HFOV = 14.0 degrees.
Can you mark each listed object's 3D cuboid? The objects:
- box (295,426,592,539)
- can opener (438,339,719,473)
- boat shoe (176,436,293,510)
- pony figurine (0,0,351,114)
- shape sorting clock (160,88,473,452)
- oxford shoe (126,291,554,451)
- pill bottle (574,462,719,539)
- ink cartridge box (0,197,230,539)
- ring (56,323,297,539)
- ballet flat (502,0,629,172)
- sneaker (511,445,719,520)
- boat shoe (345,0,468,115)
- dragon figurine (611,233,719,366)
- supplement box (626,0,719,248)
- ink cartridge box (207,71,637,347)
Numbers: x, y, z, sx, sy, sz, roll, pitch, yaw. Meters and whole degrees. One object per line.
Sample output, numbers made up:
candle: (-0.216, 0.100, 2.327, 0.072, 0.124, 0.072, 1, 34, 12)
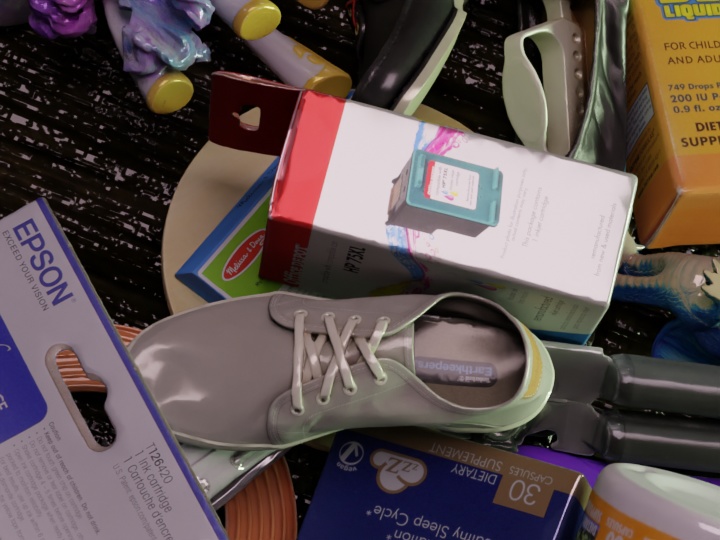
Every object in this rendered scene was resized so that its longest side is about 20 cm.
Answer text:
box: (0.016, 0.171, 1.336, 0.121, 0.032, 0.200, 15, 73, 20)
can opener: (0.128, 0.060, 1.393, 0.200, 0.067, 0.053, 7, 105, -8)
boat shoe: (-0.095, 0.115, 1.339, 0.065, 0.074, 0.200, 43, 72, 4)
pony figurine: (-0.116, -0.160, 1.449, 0.193, 0.167, 0.200, -5, 43, -41)
shape sorting clock: (0.000, 0.000, 1.449, 0.200, 0.039, 0.200, 6, 65, -14)
oxford shoe: (-0.010, 0.041, 1.321, 0.200, 0.058, 0.075, 0, 74, -4)
pill bottle: (0.127, 0.196, 1.301, 0.112, 0.112, 0.200, 19, 95, -1)
ink cartridge box: (-0.182, 0.096, 1.273, 0.200, 0.047, 0.198, -27, 65, -8)
ring: (-0.129, 0.118, 1.382, 0.200, 0.019, 0.201, 4, 63, -8)
ballet flat: (0.103, -0.129, 1.483, 0.068, 0.068, 0.200, 8, 76, -46)
sneaker: (0.159, 0.123, 1.409, 0.200, 0.070, 0.100, 25, 50, 6)
boat shoe: (0.019, -0.127, 1.462, 0.063, 0.074, 0.201, 32, 34, -8)
dragon figurine: (0.184, 0.034, 1.454, 0.200, 0.099, 0.059, 41, 62, -11)
supplement box: (0.164, -0.114, 1.518, 0.066, 0.069, 0.200, -4, 63, -14)
ink cartridge box: (0.019, -0.025, 1.365, 0.200, 0.116, 0.067, 15, 75, 0)
